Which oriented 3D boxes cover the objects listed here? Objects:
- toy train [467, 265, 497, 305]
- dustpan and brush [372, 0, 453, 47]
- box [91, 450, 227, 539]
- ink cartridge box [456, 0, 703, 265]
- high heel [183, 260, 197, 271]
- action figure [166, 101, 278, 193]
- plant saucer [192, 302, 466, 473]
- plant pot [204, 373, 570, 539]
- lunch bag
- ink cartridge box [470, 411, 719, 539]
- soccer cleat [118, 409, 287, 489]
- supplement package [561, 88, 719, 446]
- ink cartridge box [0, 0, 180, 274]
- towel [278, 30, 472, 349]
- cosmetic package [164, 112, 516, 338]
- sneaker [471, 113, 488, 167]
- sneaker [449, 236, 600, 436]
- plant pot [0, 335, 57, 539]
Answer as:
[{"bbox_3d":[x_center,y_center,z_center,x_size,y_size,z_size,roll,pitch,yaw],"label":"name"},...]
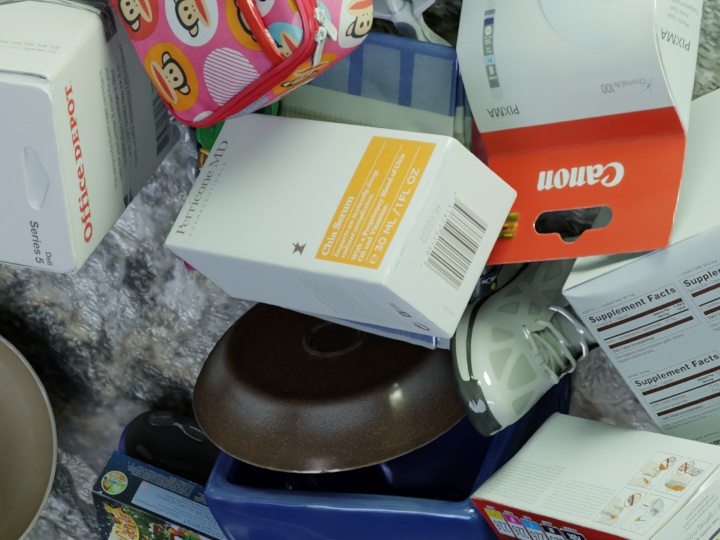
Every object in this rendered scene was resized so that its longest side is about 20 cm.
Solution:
[{"bbox_3d":[0.000,0.000,1.640,0.200,0.034,0.046,3,115,34],"label":"toy train"},{"bbox_3d":[0.015,-0.181,1.606,0.139,0.057,0.200,-6,151,37],"label":"dustpan and brush"},{"bbox_3d":[-0.122,0.217,1.920,0.136,0.038,0.200,20,150,13],"label":"box"},{"bbox_3d":[0.120,-0.108,1.513,0.047,0.201,0.160,21,163,-40],"label":"ink cartridge box"},{"bbox_3d":[-0.032,-0.008,1.743,0.200,0.067,0.096,22,120,14],"label":"high heel"},{"bbox_3d":[-0.088,-0.094,1.681,0.118,0.055,0.200,31,128,46],"label":"action figure"},{"bbox_3d":[-0.015,0.056,1.699,0.200,0.201,0.037,3,125,22],"label":"plant saucer"},{"bbox_3d":[0.034,0.150,1.755,0.200,0.200,0.180,4,131,23],"label":"plant pot"},{"bbox_3d":[-0.076,-0.199,1.536,0.176,0.082,0.200,-30,84,46],"label":"lunch bag"},{"bbox_3d":[0.187,0.184,1.555,0.176,0.084,0.200,53,161,-19],"label":"ink cartridge box"},{"bbox_3d":[-0.084,0.162,1.911,0.200,0.065,0.084,27,160,-1],"label":"soccer cleat"},{"bbox_3d":[0.252,0.012,1.556,0.147,0.191,0.200,-23,112,34],"label":"supplement package"},{"bbox_3d":[-0.183,-0.114,1.653,0.084,0.200,0.146,8,126,18],"label":"ink cartridge box"},{"bbox_3d":[0.009,-0.055,1.651,0.147,0.024,0.201,13,111,31],"label":"towel"},{"bbox_3d":[-0.014,-0.030,1.564,0.200,0.102,0.071,9,159,46],"label":"cosmetic package"},{"bbox_3d":[0.108,-0.110,1.610,0.087,0.074,0.200,43,129,-8],"label":"sneaker"},{"bbox_3d":[0.131,0.026,1.618,0.115,0.201,0.076,-15,112,28],"label":"sneaker"},{"bbox_3d":[-0.335,0.132,1.926,0.200,0.200,0.134,44,164,-10],"label":"plant pot"}]
